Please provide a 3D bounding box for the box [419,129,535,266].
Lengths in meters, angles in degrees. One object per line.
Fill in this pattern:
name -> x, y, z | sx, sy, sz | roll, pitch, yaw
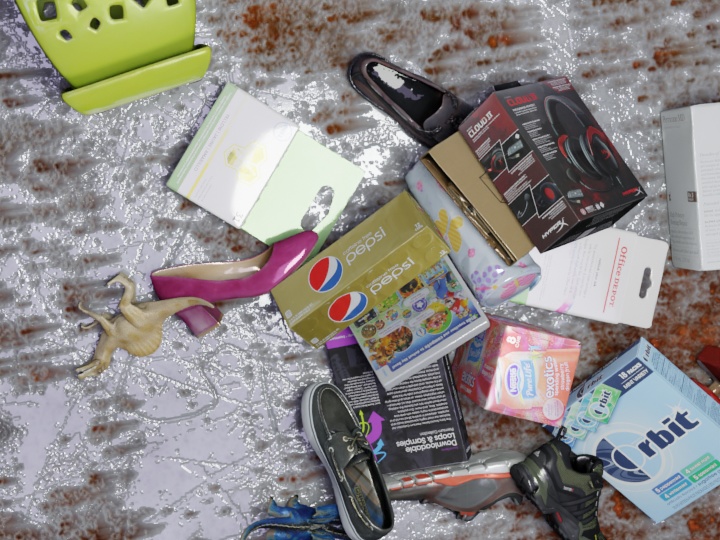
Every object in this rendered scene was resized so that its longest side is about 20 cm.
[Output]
box -> 0.176, -0.109, 1.582 | 0.164, 0.021, 0.200 | 50, 44, 4

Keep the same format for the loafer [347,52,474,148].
loafer -> 0.075, -0.196, 1.618 | 0.200, 0.063, 0.072 | 30, 89, -10

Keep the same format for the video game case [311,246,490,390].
video game case -> 0.045, 0.024, 1.583 | 0.143, 0.018, 0.200 | -32, 58, 2

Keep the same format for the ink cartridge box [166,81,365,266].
ink cartridge box -> -0.110, -0.111, 1.607 | 0.200, 0.048, 0.146 | 31, 89, -7

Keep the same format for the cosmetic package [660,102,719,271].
cosmetic package -> 0.425, -0.104, 1.655 | 0.074, 0.102, 0.201 | -8, 94, -9

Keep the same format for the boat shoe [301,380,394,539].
boat shoe -> -0.009, 0.221, 1.582 | 0.068, 0.057, 0.201 | -15, 81, -36

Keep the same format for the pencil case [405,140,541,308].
pencil case -> 0.133, -0.054, 1.587 | 0.090, 0.083, 0.200 | -11, 65, -41

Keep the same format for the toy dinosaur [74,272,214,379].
toy dinosaur -> -0.264, 0.051, 1.585 | 0.200, 0.058, 0.101 | -32, 98, 18

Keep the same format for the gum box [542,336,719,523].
gum box -> 0.354, 0.199, 1.645 | 0.200, 0.045, 0.170 | 41, 127, -8

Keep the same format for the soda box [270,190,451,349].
soda box -> 0.000, 0.000, 1.551 | 0.200, 0.064, 0.068 | -37, 142, 9

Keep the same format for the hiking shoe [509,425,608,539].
hiking shoe -> 0.271, 0.280, 1.648 | 0.101, 0.076, 0.200 | -42, 122, -3

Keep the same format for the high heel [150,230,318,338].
high heel -> -0.149, -0.009, 1.588 | 0.200, 0.067, 0.096 | -33, 108, 16

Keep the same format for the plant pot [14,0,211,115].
plant pot -> -0.273, -0.281, 1.503 | 0.198, 0.200, 0.182 | -20, 104, -7

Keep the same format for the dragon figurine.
dragon figurine -> -0.058, 0.303, 1.593 | 0.099, 0.200, 0.059 | 5, 86, 28

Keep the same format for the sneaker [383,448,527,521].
sneaker -> 0.114, 0.275, 1.650 | 0.199, 0.077, 0.082 | -6, 101, -7

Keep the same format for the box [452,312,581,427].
box -> 0.178, 0.110, 1.583 | 0.094, 0.200, 0.103 | 15, 92, -9

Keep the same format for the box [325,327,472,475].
box -> 0.044, 0.144, 1.623 | 0.142, 0.036, 0.201 | -11, 95, 20

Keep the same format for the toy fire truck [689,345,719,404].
toy fire truck -> 0.497, 0.170, 1.647 | 0.112, 0.168, 0.200 | -44, 98, -3

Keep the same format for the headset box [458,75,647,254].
headset box -> 0.218, -0.134, 1.558 | 0.148, 0.075, 0.200 | -18, 71, -45

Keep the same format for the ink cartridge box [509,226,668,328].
ink cartridge box -> 0.266, -0.003, 1.655 | 0.199, 0.067, 0.118 | 13, 91, -8
